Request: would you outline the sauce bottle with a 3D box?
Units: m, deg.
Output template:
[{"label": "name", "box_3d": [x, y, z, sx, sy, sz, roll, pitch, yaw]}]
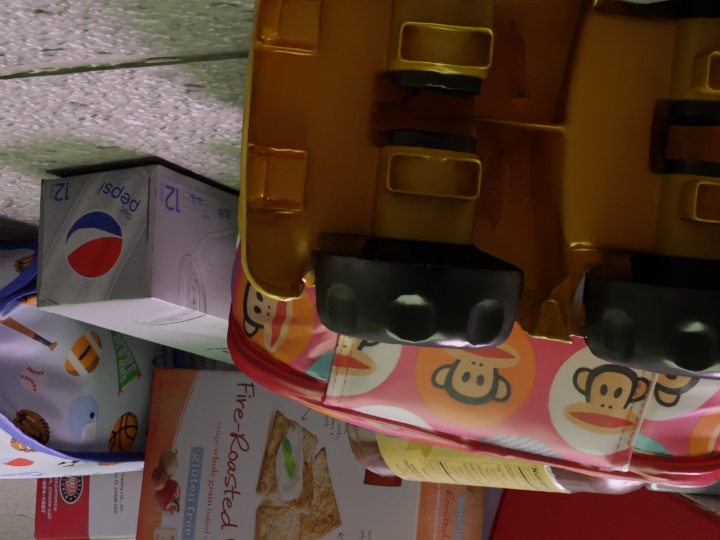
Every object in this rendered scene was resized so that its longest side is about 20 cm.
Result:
[{"label": "sauce bottle", "box_3d": [0.087, 0.064, 0.867, 0.200, 0.065, 0.065, -2, 168, 37]}]

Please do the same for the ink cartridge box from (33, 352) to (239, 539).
[{"label": "ink cartridge box", "box_3d": [-0.089, 0.089, 1.179, 0.200, 0.145, 0.084, -6, 167, 34]}]

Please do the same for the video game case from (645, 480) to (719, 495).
[{"label": "video game case", "box_3d": [0.192, 0.056, 1.013, 0.182, 0.022, 0.200, 6, -154, -19]}]

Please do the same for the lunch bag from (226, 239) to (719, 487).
[{"label": "lunch bag", "box_3d": [0.052, -0.001, 0.774, 0.199, 0.082, 0.176, 14, -155, -5]}]

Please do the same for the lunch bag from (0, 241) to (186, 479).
[{"label": "lunch bag", "box_3d": [-0.213, 0.051, 1.080, 0.170, 0.124, 0.200, -5, 174, 29]}]

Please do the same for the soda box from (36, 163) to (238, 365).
[{"label": "soda box", "box_3d": [-0.070, 0.004, 0.976, 0.068, 0.064, 0.200, -6, 166, 28]}]

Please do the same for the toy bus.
[{"label": "toy bus", "box_3d": [0.059, -0.045, 0.639, 0.199, 0.136, 0.192, 5, -177, -6]}]

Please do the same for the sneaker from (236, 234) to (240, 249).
[{"label": "sneaker", "box_3d": [0.000, 0.000, 0.955, 0.081, 0.077, 0.200, 8, 164, 14]}]

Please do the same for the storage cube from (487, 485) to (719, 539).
[{"label": "storage cube", "box_3d": [0.176, 0.165, 1.012, 0.200, 0.180, 0.171, 28, -153, 31]}]

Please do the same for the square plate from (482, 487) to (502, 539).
[{"label": "square plate", "box_3d": [0.104, 0.184, 1.153, 0.200, 0.199, 0.028, 18, 138, -39]}]

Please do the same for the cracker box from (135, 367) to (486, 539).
[{"label": "cracker box", "box_3d": [-0.029, 0.122, 1.033, 0.200, 0.134, 0.058, 0, 171, 41]}]
